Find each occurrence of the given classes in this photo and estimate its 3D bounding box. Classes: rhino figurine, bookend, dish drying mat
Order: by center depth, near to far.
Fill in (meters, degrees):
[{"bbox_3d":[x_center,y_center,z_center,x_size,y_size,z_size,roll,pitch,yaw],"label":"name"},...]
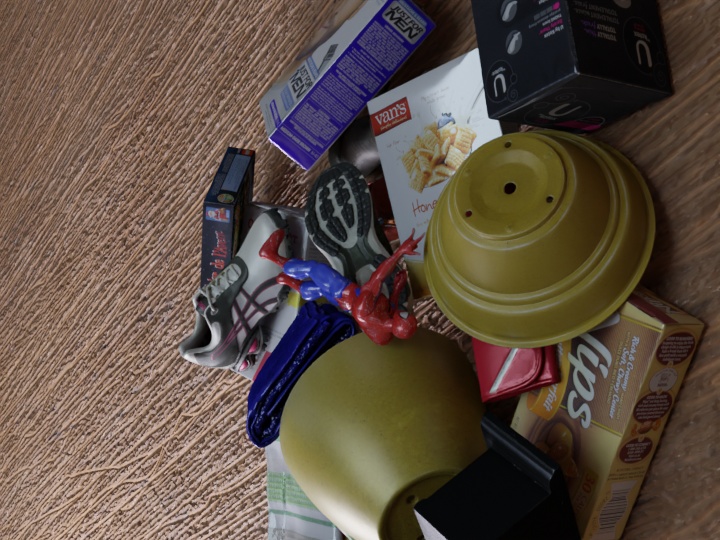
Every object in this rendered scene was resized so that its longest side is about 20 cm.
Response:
[{"bbox_3d":[0.079,0.259,0.855,0.092,0.199,0.201,33,152,49],"label":"bookend"},{"bbox_3d":[0.120,0.007,0.928,0.076,0.018,0.203,-23,67,36],"label":"dish drying mat"},{"bbox_3d":[0.030,-0.153,1.129,0.199,0.059,0.089,-19,69,51],"label":"rhino figurine"}]

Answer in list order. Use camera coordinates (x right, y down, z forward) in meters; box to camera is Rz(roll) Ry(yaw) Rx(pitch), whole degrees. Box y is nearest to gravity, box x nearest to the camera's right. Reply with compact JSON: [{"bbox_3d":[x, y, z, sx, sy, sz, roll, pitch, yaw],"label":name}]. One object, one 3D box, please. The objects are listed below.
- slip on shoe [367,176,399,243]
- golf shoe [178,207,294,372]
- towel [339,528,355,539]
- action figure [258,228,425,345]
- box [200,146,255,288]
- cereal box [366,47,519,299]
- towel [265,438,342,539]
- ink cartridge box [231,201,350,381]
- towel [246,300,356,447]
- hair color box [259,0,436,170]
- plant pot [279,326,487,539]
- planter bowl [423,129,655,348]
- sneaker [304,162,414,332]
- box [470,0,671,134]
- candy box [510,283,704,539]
[{"bbox_3d":[0.043,-0.072,1.105,0.199,0.060,0.075,-25,66,49],"label":"slip on shoe"},{"bbox_3d":[-0.133,0.025,1.183,0.077,0.087,0.202,44,121,46],"label":"golf shoe"},{"bbox_3d":[0.041,0.297,1.037,0.023,0.153,0.199,-45,39,-10],"label":"towel"},{"bbox_3d":[0.000,0.000,0.969,0.099,0.066,0.199,-45,41,-11],"label":"action figure"},{"bbox_3d":[-0.163,-0.029,1.311,0.137,0.037,0.202,-80,-2,-56],"label":"box"},{"bbox_3d":[0.089,-0.088,1.010,0.143,0.039,0.203,-19,82,39],"label":"cereal box"},{"bbox_3d":[-0.071,0.288,1.271,0.148,0.030,0.204,-8,82,55],"label":"towel"},{"bbox_3d":[-0.080,0.031,1.251,0.144,0.082,0.204,19,103,52],"label":"ink cartridge box"},{"bbox_3d":[-0.069,0.094,1.080,0.148,0.049,0.200,-50,5,-2],"label":"towel"},{"bbox_3d":[-0.018,-0.213,1.115,0.200,0.065,0.110,-46,27,14],"label":"hair color box"},{"bbox_3d":[0.040,0.173,0.956,0.202,0.197,0.142,-69,28,23],"label":"plant pot"},{"bbox_3d":[0.130,-0.048,0.859,0.197,0.084,0.203,-12,58,20],"label":"planter bowl"},{"bbox_3d":[0.004,-0.014,1.076,0.076,0.089,0.202,-25,63,11],"label":"sneaker"},{"bbox_3d":[0.167,-0.229,0.888,0.106,0.121,0.203,-22,70,51],"label":"box"},{"bbox_3d":[0.193,0.108,0.889,0.115,0.055,0.203,38,118,49],"label":"candy box"}]
